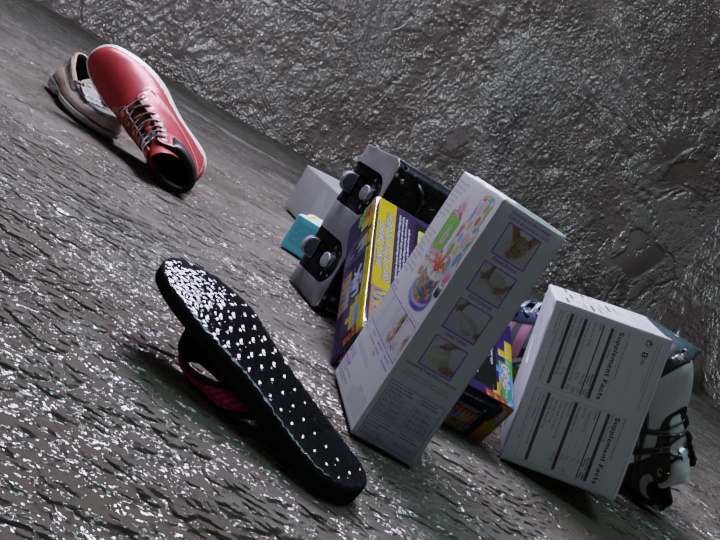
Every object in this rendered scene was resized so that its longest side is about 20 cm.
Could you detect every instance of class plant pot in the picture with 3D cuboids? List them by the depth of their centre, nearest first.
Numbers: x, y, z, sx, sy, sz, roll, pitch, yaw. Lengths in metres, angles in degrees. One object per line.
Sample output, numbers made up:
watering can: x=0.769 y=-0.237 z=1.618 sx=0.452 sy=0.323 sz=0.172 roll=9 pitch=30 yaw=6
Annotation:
plant pot: x=0.941 y=0.251 z=3.394 sx=0.200 sy=0.134 sz=0.200 roll=32 pitch=8 yaw=-5

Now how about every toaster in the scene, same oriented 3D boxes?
toaster: x=0.047 y=-0.019 z=1.189 sx=0.200 sy=0.181 sz=0.119 roll=27 pitch=7 yaw=-32

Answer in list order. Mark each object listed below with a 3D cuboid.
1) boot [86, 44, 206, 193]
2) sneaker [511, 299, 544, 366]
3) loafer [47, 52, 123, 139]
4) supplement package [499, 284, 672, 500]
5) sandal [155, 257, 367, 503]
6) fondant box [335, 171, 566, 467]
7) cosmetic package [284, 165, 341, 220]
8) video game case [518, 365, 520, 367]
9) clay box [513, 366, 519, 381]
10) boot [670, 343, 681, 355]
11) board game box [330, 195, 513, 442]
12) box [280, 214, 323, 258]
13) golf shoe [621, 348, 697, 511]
boot: x=-0.259 y=-0.182 z=1.293 sx=0.200 sy=0.072 sz=0.144 roll=52 pitch=6 yaw=-11
sneaker: x=0.180 y=0.057 z=1.218 sx=0.070 sy=0.200 sz=0.082 roll=-62 pitch=134 yaw=-62
loafer: x=-0.354 y=-0.234 z=1.418 sx=0.072 sy=0.063 sz=0.200 roll=27 pitch=9 yaw=-41
supplement package: x=0.212 y=0.110 z=1.055 sx=0.111 sy=0.156 sz=0.200 roll=19 pitch=6 yaw=7
sandal: x=-0.074 y=0.069 z=0.665 sx=0.200 sy=0.045 sz=0.075 roll=51 pitch=20 yaw=23
fondant box: x=0.060 y=0.031 z=0.824 sx=0.058 sy=0.200 sz=0.144 roll=30 pitch=8 yaw=-12
cosmetic package: x=-0.035 y=-0.086 z=1.698 sx=0.107 sy=0.090 sz=0.200 roll=25 pitch=12 yaw=-27
video game case: x=0.279 y=0.128 z=1.385 sx=0.182 sy=0.023 sz=0.200 roll=41 pitch=23 yaw=25
clay box: x=0.261 y=0.161 z=1.407 sx=0.200 sy=0.048 sz=0.115 roll=34 pitch=9 yaw=7
boot: x=0.248 y=0.106 z=1.264 sx=0.158 sy=0.080 sz=0.211 roll=-25 pitch=27 yaw=-34
board game box: x=0.062 y=0.042 z=1.022 sx=0.165 sy=0.057 sz=0.200 roll=29 pitch=35 yaw=-16
box: x=0.000 y=0.000 z=1.393 sx=0.200 sy=0.049 sz=0.082 roll=33 pitch=7 yaw=8
golf shoe: x=0.320 y=0.168 z=1.130 sx=0.078 sy=0.200 sz=0.095 roll=-19 pitch=48 yaw=-24
